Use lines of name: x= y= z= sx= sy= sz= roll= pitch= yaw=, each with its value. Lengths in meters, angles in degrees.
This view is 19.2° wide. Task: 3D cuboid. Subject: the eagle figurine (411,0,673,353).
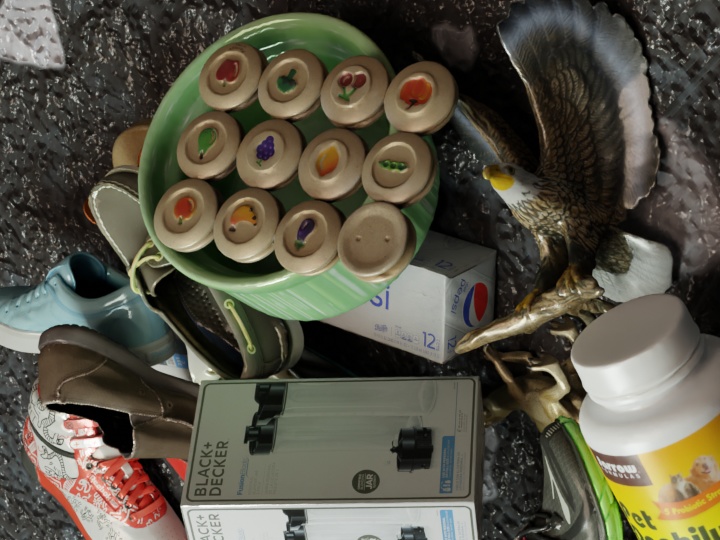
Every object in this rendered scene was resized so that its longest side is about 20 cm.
eagle figurine: x=0.117 y=-0.065 z=1.364 sx=0.150 sy=0.151 sz=0.202 roll=-8 pitch=70 yaw=3

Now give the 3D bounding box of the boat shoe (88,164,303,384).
boat shoe: x=-0.127 y=0.002 z=1.520 sx=0.202 sy=0.060 sz=0.072 roll=44 pitch=126 yaw=15

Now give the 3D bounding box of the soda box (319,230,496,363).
soda box: x=0.000 y=0.000 z=1.516 sx=0.199 sy=0.063 sz=0.069 roll=17 pitch=117 yaw=36

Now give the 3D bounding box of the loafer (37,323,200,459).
loafer: x=-0.162 y=0.113 z=1.586 sx=0.199 sy=0.071 sz=0.073 roll=29 pitch=151 yaw=-23

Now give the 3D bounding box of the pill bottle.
pill bottle: x=0.207 y=0.117 z=1.322 sx=0.109 sy=0.109 sz=0.201 roll=-10 pitch=118 yaw=43

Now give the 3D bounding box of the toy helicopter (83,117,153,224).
toy helicopter: x=-0.126 y=-0.023 z=1.614 sx=0.132 sy=0.079 sz=0.201 roll=-18 pitch=108 yaw=38

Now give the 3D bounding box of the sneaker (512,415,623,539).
sneaker: x=0.125 y=0.194 z=1.373 sx=0.083 sy=0.077 sz=0.202 roll=0 pitch=101 yaw=-6

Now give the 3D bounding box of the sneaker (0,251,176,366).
sneaker: x=-0.224 y=0.019 z=1.656 sx=0.199 sy=0.074 sz=0.083 roll=7 pitch=115 yaw=35

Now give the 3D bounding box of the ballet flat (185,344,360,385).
ballet flat: x=-0.080 y=0.066 z=1.574 sx=0.199 sy=0.069 sz=0.068 roll=33 pitch=146 yaw=6

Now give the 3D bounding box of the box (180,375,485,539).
box: x=-0.016 y=0.135 z=1.444 sx=0.198 sy=0.117 sz=0.060 roll=-1 pitch=135 yaw=8

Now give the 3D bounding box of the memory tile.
memory tile: x=-0.038 y=-0.073 z=1.371 sx=0.199 sy=0.017 sz=0.154 roll=9 pitch=74 yaw=31

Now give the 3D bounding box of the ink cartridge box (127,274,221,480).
ink cartridge box: x=-0.136 y=0.108 z=1.699 sx=0.200 sy=0.045 sz=0.177 roll=49 pitch=132 yaw=14

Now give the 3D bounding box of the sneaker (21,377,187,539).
sneaker: x=-0.209 y=0.167 z=1.770 sx=0.201 sy=0.067 sz=0.108 roll=38 pitch=136 yaw=27

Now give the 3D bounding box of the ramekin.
ramekin: x=-0.042 y=-0.064 z=1.441 sx=0.198 sy=0.098 sz=0.202 roll=-11 pitch=63 yaw=24

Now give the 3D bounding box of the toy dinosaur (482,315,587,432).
toy dinosaur: x=0.141 y=0.090 z=1.451 sx=0.199 sy=0.058 sz=0.102 roll=16 pitch=134 yaw=45
